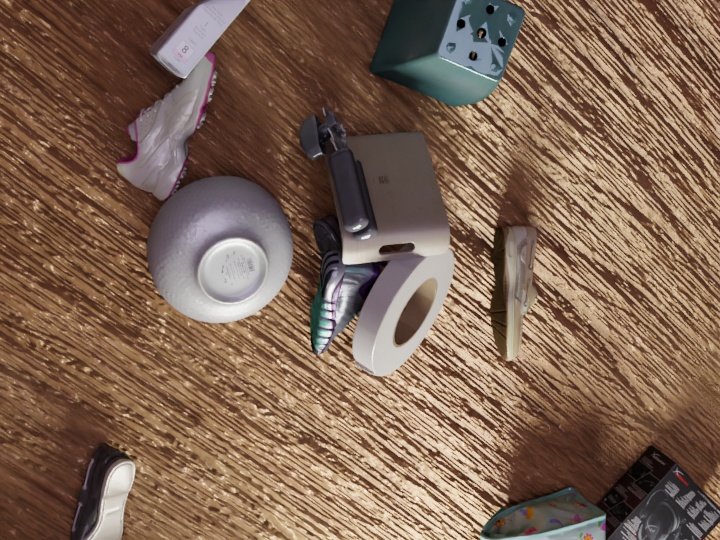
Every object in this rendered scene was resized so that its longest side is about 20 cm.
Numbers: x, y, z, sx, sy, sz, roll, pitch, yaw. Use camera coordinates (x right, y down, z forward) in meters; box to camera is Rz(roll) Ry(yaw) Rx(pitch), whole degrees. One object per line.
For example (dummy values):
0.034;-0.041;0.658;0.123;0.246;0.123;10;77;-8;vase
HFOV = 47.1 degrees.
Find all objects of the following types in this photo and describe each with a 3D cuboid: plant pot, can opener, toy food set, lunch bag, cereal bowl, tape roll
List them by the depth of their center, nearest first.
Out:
-0.032;-0.121;1.049;0.066;0.202;0.053;-23;147;16;can opener
0.121;-0.300;1.060;0.140;0.200;0.143;18;97;-17;plant pot
-0.177;-0.016;1.085;0.198;0.083;0.202;-10;117;-19;cereal bowl
0.028;-0.101;1.101;0.142;0.202;0.061;-6;148;-12;toy food set
0.061;0.050;1.136;0.037;0.202;0.204;29;95;23;tape roll
0.281;0.459;1.306;0.198;0.122;0.172;-12;105;-17;lunch bag

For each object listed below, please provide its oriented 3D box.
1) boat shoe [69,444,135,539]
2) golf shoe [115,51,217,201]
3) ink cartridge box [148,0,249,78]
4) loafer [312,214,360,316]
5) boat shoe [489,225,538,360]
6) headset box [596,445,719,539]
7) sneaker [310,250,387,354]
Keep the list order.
-0.369;0.340;1.163;0.067;0.057;0.202;7;107;-51;boat shoe
-0.247;-0.194;1.062;0.091;0.075;0.202;22;95;-14;golf shoe
-0.174;-0.324;1.004;0.057;0.163;0.201;37;92;-23;ink cartridge box
0.000;0.000;1.173;0.063;0.072;0.201;-39;115;-22;loafer
0.234;0.034;1.230;0.064;0.072;0.202;-2;97;-12;boat shoe
0.477;0.419;1.367;0.149;0.077;0.200;42;91;-17;headset box
-0.019;0.053;1.124;0.087;0.075;0.201;2;144;-11;sneaker
